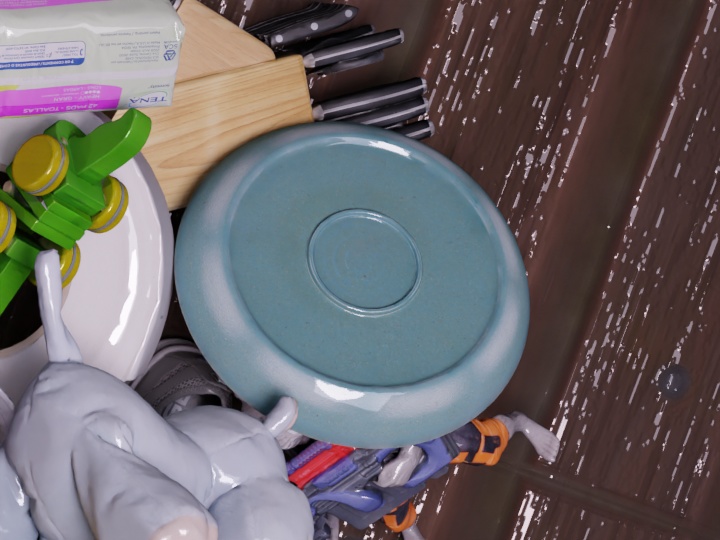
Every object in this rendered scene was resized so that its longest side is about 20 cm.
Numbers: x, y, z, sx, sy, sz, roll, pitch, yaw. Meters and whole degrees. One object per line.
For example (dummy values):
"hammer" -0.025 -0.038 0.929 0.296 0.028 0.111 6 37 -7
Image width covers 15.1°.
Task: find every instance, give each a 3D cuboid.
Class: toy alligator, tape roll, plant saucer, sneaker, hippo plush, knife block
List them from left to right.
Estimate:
"tape roll" -0.199 -0.005 1.442 0.202 0.071 0.203 0 91 1
"toy alligator" -0.182 -0.014 1.384 0.200 0.054 0.059 -49 135 9
"sneaker" -0.131 0.135 1.531 0.075 0.082 0.200 21 89 -22
"hippo plush" -0.114 0.125 1.370 0.159 0.200 0.161 -44 148 25
"knife block" -0.063 -0.072 1.542 0.176 0.064 0.200 33 84 -21
"plant saucer" 0.000 0.000 1.469 0.200 0.027 0.200 8 60 -13

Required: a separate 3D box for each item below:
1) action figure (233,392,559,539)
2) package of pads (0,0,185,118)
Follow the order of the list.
"action figure" -0.009 0.110 1.554 0.200 0.105 0.193 -31 143 26
"package of pads" -0.195 -0.159 1.415 0.154 0.200 0.068 -6 133 -21
